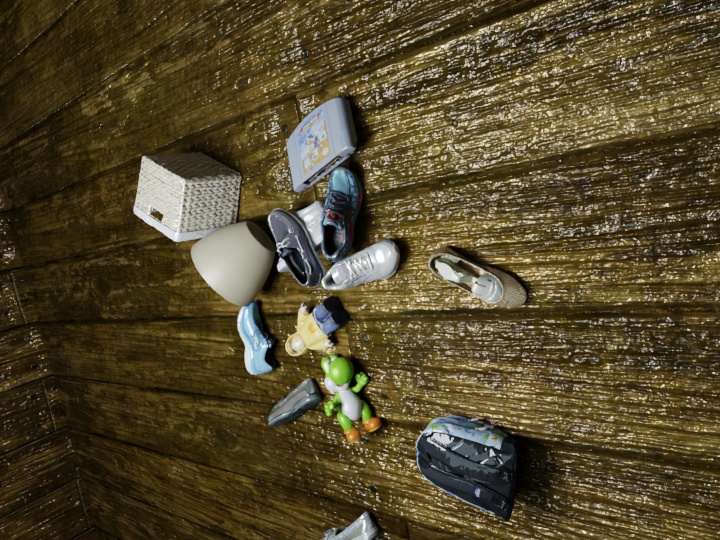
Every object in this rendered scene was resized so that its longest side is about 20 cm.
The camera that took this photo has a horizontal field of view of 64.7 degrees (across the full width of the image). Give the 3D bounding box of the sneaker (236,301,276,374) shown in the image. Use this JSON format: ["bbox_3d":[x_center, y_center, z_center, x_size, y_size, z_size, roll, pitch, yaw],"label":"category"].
[{"bbox_3d":[-0.262,0.174,1.504,0.088,0.078,0.204,-5,104,22],"label":"sneaker"}]

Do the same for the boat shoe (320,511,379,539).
[{"bbox_3d":[-0.036,0.669,1.449,0.201,0.074,0.066,-37,73,37],"label":"boat shoe"}]

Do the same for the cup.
[{"bbox_3d":[-0.291,-0.035,1.390,0.143,0.200,0.201,-41,74,12],"label":"cup"}]

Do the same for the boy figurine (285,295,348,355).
[{"bbox_3d":[-0.114,0.137,1.357,0.199,0.064,0.125,-40,80,37],"label":"boy figurine"}]

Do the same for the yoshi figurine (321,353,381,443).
[{"bbox_3d":[-0.030,0.284,1.308,0.111,0.112,0.203,-32,79,25],"label":"yoshi figurine"}]

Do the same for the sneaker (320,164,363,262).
[{"bbox_3d":[-0.041,-0.115,1.175,0.078,0.096,0.204,6,99,8],"label":"sneaker"}]

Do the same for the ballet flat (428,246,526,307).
[{"bbox_3d":[0.205,0.019,1.043,0.198,0.065,0.072,26,119,32],"label":"ballet flat"}]

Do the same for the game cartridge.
[{"bbox_3d":[-0.088,-0.269,1.202,0.199,0.041,0.136,-29,70,43],"label":"game cartridge"}]

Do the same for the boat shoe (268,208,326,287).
[{"bbox_3d":[-0.149,-0.051,1.243,0.072,0.062,0.202,-39,79,31],"label":"boat shoe"}]

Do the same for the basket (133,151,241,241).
[{"bbox_3d":[-0.437,-0.192,1.443,0.196,0.199,0.164,29,118,30],"label":"basket"}]

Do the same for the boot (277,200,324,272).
[{"bbox_3d":[-0.133,-0.079,1.311,0.199,0.073,0.097,-33,76,33],"label":"boot"}]

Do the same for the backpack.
[{"bbox_3d":[0.206,0.367,1.113,0.196,0.154,0.166,4,110,17],"label":"backpack"}]

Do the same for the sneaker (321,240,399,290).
[{"bbox_3d":[0.000,0.000,1.192,0.199,0.099,0.076,-28,83,40],"label":"sneaker"}]

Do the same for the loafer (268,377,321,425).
[{"bbox_3d":[-0.174,0.343,1.478,0.199,0.071,0.064,-37,59,34],"label":"loafer"}]
